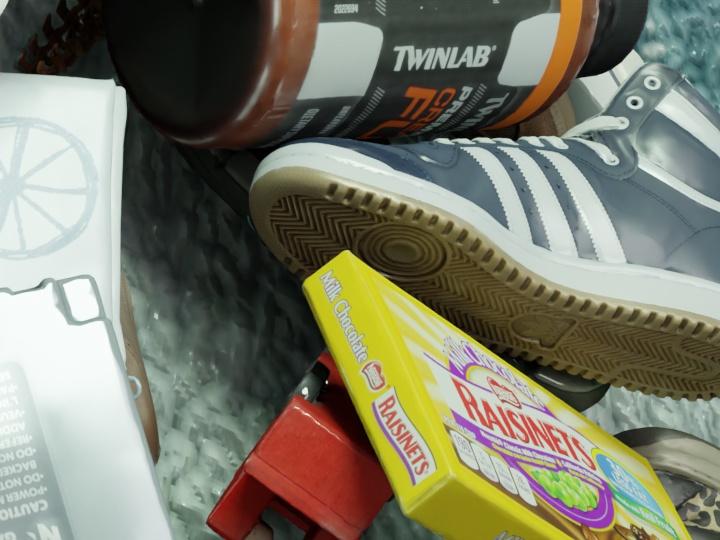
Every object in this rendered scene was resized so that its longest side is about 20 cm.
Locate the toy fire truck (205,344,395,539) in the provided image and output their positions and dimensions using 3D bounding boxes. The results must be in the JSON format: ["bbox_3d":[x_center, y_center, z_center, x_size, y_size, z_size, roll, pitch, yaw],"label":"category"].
[{"bbox_3d":[-0.037,0.101,0.973,0.049,0.141,0.200,36,8,0],"label":"toy fire truck"}]

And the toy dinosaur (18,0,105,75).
[{"bbox_3d":[-0.068,-0.164,1.048,0.136,0.102,0.200,30,65,-47],"label":"toy dinosaur"}]

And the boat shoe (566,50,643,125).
[{"bbox_3d":[0.092,-0.075,1.199,0.070,0.071,0.200,-20,77,-42],"label":"boat shoe"}]

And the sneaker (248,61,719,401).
[{"bbox_3d":[0.056,-0.031,1.030,0.200,0.070,0.109,19,56,-19],"label":"sneaker"}]

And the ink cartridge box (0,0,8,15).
[{"bbox_3d":[-0.138,-0.140,0.942,0.200,0.162,0.050,-59,152,-9],"label":"ink cartridge box"}]

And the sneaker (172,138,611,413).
[{"bbox_3d":[0.000,0.000,1.081,0.200,0.079,0.075,40,51,5],"label":"sneaker"}]

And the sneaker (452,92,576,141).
[{"bbox_3d":[-0.001,-0.103,1.141,0.200,0.070,0.076,49,63,-6],"label":"sneaker"}]

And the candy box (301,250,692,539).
[{"bbox_3d":[0.060,0.072,0.981,0.200,0.026,0.102,34,21,-47],"label":"candy box"}]

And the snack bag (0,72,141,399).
[{"bbox_3d":[-0.163,0.026,0.903,0.188,0.021,0.200,2,70,-14],"label":"snack bag"}]

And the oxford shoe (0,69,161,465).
[{"bbox_3d":[-0.126,-0.011,0.988,0.200,0.071,0.073,69,18,10],"label":"oxford shoe"}]

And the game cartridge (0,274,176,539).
[{"bbox_3d":[-0.157,0.084,0.854,0.200,0.040,0.134,-13,71,-18],"label":"game cartridge"}]

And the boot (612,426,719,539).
[{"bbox_3d":[0.164,0.167,1.140,0.200,0.073,0.151,33,50,-21],"label":"boot"}]

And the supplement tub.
[{"bbox_3d":[0.013,-0.101,1.038,0.200,0.107,0.107,-7,75,-40],"label":"supplement tub"}]
